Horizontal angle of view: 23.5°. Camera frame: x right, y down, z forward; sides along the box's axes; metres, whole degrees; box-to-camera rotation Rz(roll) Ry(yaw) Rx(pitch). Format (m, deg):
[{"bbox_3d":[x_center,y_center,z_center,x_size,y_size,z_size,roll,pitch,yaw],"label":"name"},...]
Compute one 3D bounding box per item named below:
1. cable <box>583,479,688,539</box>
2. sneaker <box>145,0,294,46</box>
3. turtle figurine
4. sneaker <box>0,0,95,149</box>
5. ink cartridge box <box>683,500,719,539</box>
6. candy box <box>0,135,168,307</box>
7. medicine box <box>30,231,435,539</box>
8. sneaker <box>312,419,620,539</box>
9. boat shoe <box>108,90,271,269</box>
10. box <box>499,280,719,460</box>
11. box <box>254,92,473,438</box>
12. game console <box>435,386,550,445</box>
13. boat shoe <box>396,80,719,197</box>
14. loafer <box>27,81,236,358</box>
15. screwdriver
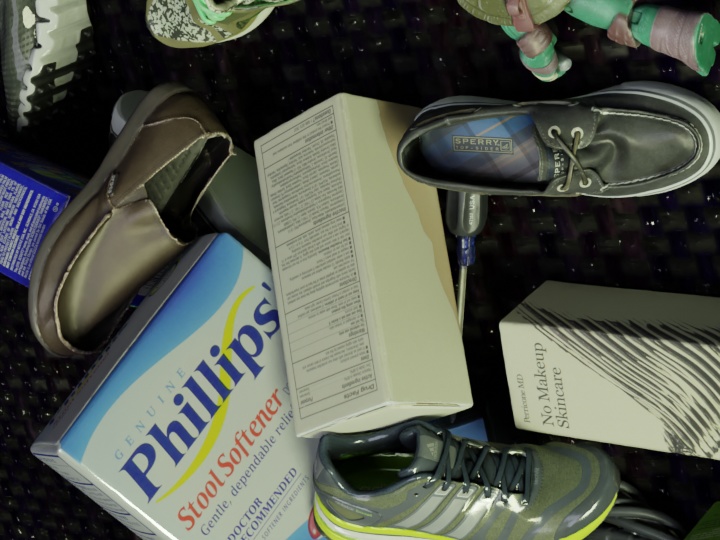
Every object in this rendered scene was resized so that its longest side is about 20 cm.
[{"bbox_3d":[0.184,0.227,1.163,0.199,0.051,0.164,37,126,23],"label":"cable"},{"bbox_3d":[-0.084,-0.189,1.102,0.199,0.088,0.077,-20,100,43],"label":"sneaker"},{"bbox_3d":[0.104,-0.171,0.974,0.198,0.101,0.151,11,120,27],"label":"turtle figurine"},{"bbox_3d":[-0.241,-0.189,1.257,0.090,0.066,0.202,29,125,26],"label":"sneaker"},{"bbox_3d":[0.300,0.234,1.049,0.147,0.076,0.201,-19,100,43],"label":"ink cartridge box"},{"bbox_3d":[-0.250,-0.047,1.263,0.199,0.169,0.078,27,95,26],"label":"candy box"},{"bbox_3d":[-0.085,0.108,1.161,0.200,0.183,0.103,41,163,-14],"label":"medicine box"},{"bbox_3d":[0.061,0.132,1.067,0.198,0.074,0.081,-5,145,10],"label":"sneaker"},{"bbox_3d":[-0.103,-0.049,1.223,0.200,0.070,0.064,41,132,24],"label":"boat shoe"},{"bbox_3d":[0.188,0.061,1.048,0.199,0.068,0.083,4,116,36],"label":"box"},{"bbox_3d":[0.000,0.000,1.099,0.095,0.077,0.202,-22,71,43],"label":"box"},{"bbox_3d":[0.033,0.184,1.165,0.199,0.118,0.174,-23,74,45],"label":"game console"},{"bbox_3d":[0.112,-0.073,1.023,0.198,0.066,0.071,6,114,26],"label":"boat shoe"},{"bbox_3d":[-0.151,-0.029,1.142,0.071,0.073,0.201,29,91,40],"label":"loafer"},{"bbox_3d":[0.070,0.010,1.139,0.028,0.029,0.202,27,128,43],"label":"screwdriver"}]
